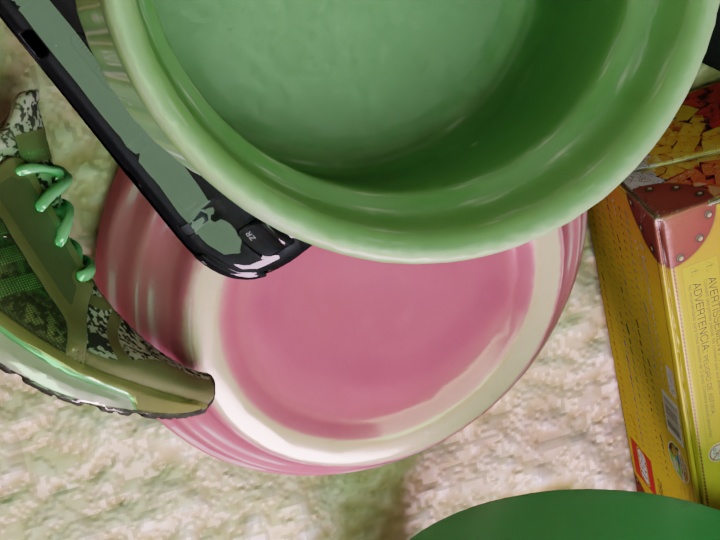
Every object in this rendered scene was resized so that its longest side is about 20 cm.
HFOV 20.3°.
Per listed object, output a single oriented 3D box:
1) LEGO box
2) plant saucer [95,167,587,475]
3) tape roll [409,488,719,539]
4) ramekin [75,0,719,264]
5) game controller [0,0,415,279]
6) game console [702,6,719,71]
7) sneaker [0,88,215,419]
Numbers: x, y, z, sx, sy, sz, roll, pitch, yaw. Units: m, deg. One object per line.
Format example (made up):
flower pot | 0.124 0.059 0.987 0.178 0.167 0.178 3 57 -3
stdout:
LEGO box | 0.185 0.018 0.839 0.149 0.077 0.200 -20 123 -11
plant saucer | 0.000 0.000 0.774 0.200 0.051 0.201 -9 120 -16
tape roll | 0.101 0.170 0.854 0.200 0.048 0.201 4 139 4
ramekin | 0.004 -0.105 0.627 0.200 0.098 0.200 -2 95 -20
game controller | -0.062 -0.095 0.678 0.104 0.042 0.200 -41 107 -13
game console | 0.193 -0.135 0.682 0.118 0.171 0.200 -21 136 -65
sneaker | -0.123 -0.017 0.695 0.200 0.077 0.089 34 85 -21
